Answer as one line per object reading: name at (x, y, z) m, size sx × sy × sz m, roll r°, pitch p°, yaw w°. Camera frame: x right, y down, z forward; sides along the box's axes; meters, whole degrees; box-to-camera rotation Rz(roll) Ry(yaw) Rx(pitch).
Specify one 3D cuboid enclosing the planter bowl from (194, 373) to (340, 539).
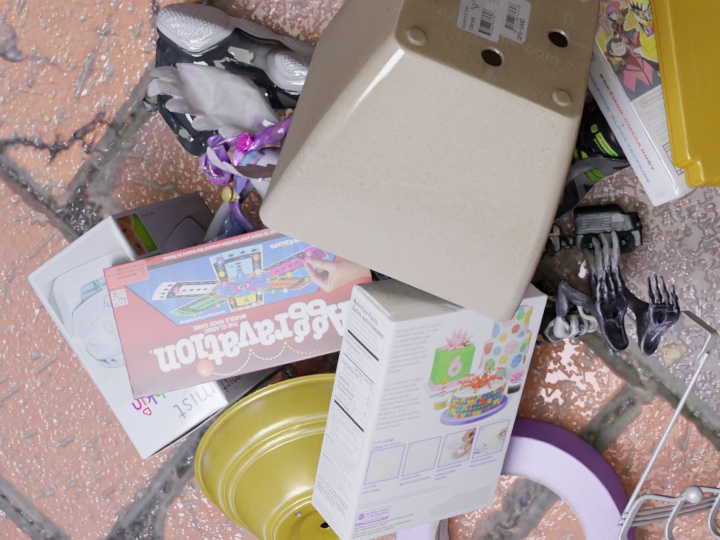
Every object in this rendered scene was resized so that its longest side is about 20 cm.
planter bowl at (-0.035, 0.182, 1.222) m, size 0.198 × 0.084 × 0.202 m, roll -8°, pitch 136°, yaw -8°

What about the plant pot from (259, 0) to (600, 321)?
plant pot at (0.067, -0.120, 1.032) m, size 0.198 × 0.201 × 0.177 m, roll 22°, pitch 142°, yaw -8°

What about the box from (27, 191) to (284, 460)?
box at (-0.159, 0.041, 1.233) m, size 0.096 × 0.200 × 0.177 m, roll -34°, pitch 88°, yaw 16°

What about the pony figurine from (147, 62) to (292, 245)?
pony figurine at (-0.067, -0.083, 1.179) m, size 0.167 × 0.191 × 0.201 m, roll 53°, pitch 137°, yaw 39°

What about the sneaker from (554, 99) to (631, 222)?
sneaker at (0.183, -0.102, 1.174) m, size 0.199 × 0.083 × 0.071 m, roll -33°, pitch 81°, yaw 9°

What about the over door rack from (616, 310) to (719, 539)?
over door rack at (0.285, 0.132, 1.154) m, size 0.066 × 0.147 × 0.202 m, roll 24°, pitch 107°, yaw 42°

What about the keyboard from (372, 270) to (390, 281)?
keyboard at (0.000, 0.000, 1.207) m, size 0.104 × 0.200 × 0.040 m, roll -33°, pitch 50°, yaw 5°

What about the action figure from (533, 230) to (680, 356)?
action figure at (0.161, 0.012, 1.163) m, size 0.118 × 0.199 × 0.103 m, roll 2°, pitch 94°, yaw -30°

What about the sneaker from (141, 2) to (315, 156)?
sneaker at (-0.092, -0.145, 1.257) m, size 0.198 × 0.076 × 0.115 m, roll 23°, pitch 113°, yaw 5°

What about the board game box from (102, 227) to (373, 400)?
board game box at (-0.087, 0.025, 1.114) m, size 0.198 × 0.019 × 0.104 m, roll -14°, pitch 91°, yaw 2°

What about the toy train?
toy train at (0.136, -0.031, 1.231) m, size 0.198 × 0.034 × 0.046 m, roll -4°, pitch 92°, yaw 15°

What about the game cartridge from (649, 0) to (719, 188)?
game cartridge at (0.313, -0.153, 1.094) m, size 0.198 × 0.032 × 0.178 m, roll -4°, pitch 82°, yaw -17°

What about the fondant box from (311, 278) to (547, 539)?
fondant box at (0.050, 0.100, 1.119) m, size 0.058 × 0.143 × 0.202 m, roll 43°, pitch 131°, yaw 44°

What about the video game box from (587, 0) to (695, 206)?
video game box at (0.259, -0.175, 1.116) m, size 0.199 × 0.047 × 0.183 m, roll -29°, pitch 93°, yaw -21°

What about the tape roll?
tape roll at (0.132, 0.231, 1.256) m, size 0.198 × 0.066 × 0.203 m, roll 2°, pitch 99°, yaw 15°
